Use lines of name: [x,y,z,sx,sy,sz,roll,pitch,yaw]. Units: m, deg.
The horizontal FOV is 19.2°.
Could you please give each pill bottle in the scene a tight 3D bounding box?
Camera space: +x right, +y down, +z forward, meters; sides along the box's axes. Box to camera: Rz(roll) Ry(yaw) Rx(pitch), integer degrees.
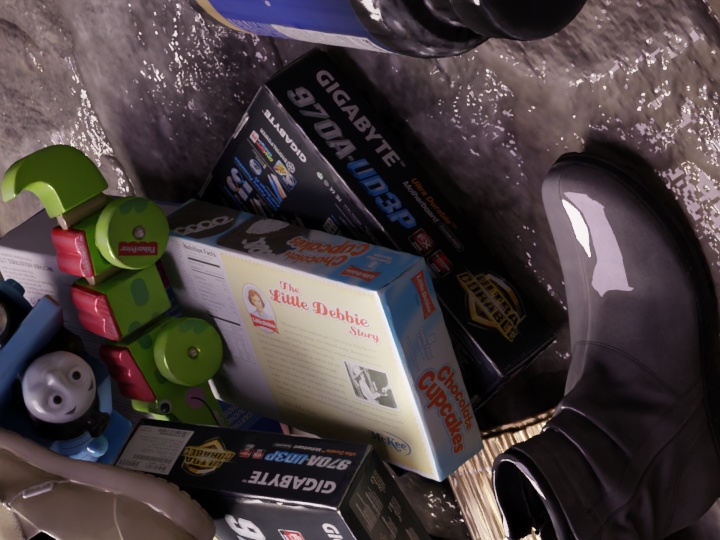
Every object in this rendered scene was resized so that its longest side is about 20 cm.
pill bottle: [0.009,-0.155,0.958,0.199,0.112,0.112,13,130,46]

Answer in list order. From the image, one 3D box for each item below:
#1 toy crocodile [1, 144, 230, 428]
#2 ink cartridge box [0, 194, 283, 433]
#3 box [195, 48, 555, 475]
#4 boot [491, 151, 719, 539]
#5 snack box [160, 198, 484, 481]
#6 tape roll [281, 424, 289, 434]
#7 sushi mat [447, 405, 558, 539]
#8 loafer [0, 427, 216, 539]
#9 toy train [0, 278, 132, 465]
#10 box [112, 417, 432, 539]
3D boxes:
toy crocodile: [-0.129,0.019,1.168,0.067,0.062,0.201,10,128,56]
ink cartridge box: [-0.132,0.058,1.311,0.136,0.076,0.201,10,126,49]
box: [0.000,0.000,1.162,0.200,0.046,0.159,50,149,7]
boot: [0.110,0.057,1.004,0.070,0.131,0.201,-3,117,54]
snack box: [-0.027,0.033,1.132,0.199,0.037,0.117,16,133,48]
tape roll: [-0.127,0.084,1.434,0.202,0.037,0.204,34,142,31]
sushi mat: [0.115,0.170,1.122,0.095,0.012,0.201,-17,101,27]
loafer: [-0.173,0.135,1.141,0.199,0.069,0.076,6,146,33]
toy train: [-0.191,0.077,1.224,0.114,0.087,0.200,32,157,8]
box: [-0.028,0.165,1.182,0.158,0.046,0.200,4,141,34]
